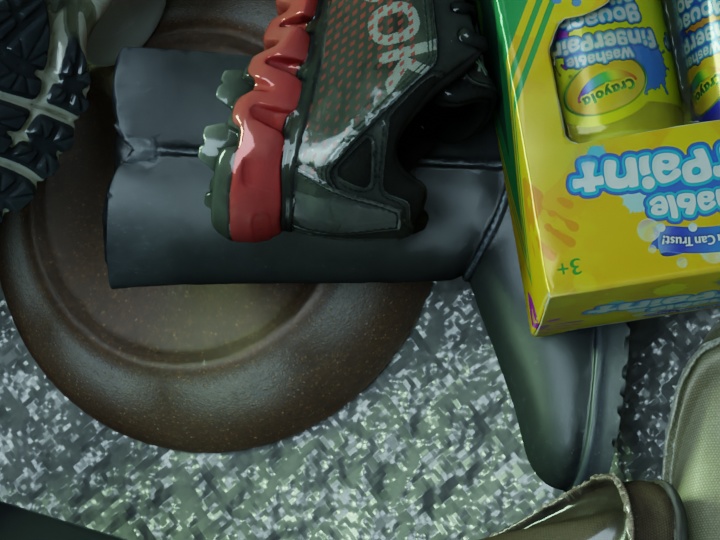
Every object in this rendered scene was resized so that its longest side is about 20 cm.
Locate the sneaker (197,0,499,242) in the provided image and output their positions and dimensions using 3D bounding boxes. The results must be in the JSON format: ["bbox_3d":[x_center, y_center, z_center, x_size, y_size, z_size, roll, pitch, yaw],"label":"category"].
[{"bbox_3d":[0.010,-0.097,1.059,0.097,0.071,0.202,13,72,6],"label":"sneaker"}]

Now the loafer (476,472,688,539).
[{"bbox_3d":[0.036,0.138,1.071,0.200,0.071,0.073,-38,38,24],"label":"loafer"}]

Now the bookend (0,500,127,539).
[{"bbox_3d":[-0.084,0.187,1.072,0.198,0.092,0.201,14,121,21],"label":"bookend"}]

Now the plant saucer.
[{"bbox_3d":[-0.065,-0.028,1.174,0.199,0.037,0.202,-2,82,17],"label":"plant saucer"}]

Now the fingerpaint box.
[{"bbox_3d":[0.148,-0.076,1.055,0.199,0.073,0.168,-8,77,-3],"label":"fingerpaint box"}]

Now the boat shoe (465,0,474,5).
[{"bbox_3d":[0.036,-0.144,1.135,0.200,0.063,0.074,11,89,9],"label":"boat shoe"}]

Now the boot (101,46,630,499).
[{"bbox_3d":[0.000,-0.001,1.098,0.199,0.066,0.166,5,74,-5],"label":"boot"}]

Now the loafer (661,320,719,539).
[{"bbox_3d":[0.145,0.113,1.068,0.075,0.068,0.201,-1,83,18],"label":"loafer"}]

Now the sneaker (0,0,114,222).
[{"bbox_3d":[-0.143,-0.093,1.099,0.086,0.078,0.200,12,62,45],"label":"sneaker"}]

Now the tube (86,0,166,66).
[{"bbox_3d":[-0.162,-0.149,1.202,0.200,0.052,0.058,32,67,33],"label":"tube"}]
